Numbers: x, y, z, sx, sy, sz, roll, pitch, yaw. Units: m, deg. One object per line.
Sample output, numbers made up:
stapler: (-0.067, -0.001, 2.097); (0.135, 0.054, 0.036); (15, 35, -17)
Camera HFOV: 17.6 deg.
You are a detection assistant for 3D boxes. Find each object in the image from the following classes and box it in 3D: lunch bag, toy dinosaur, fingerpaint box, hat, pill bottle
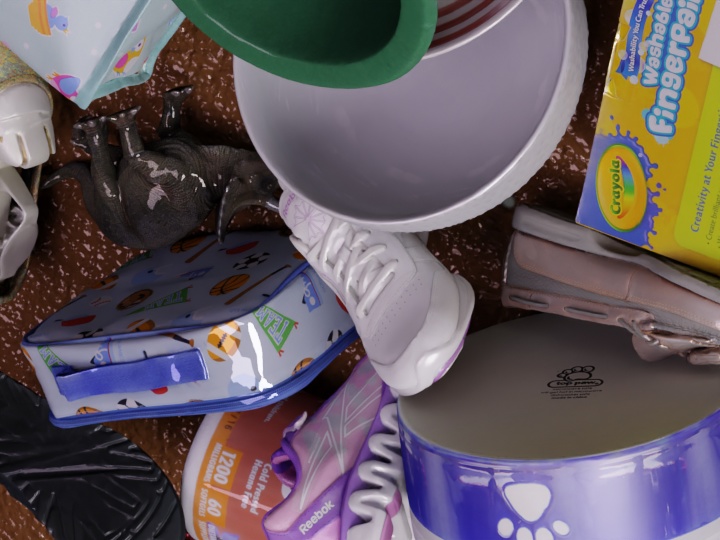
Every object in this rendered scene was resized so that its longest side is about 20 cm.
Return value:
lunch bag: (-0.100, 0.038, 1.401); (0.199, 0.160, 0.076); (-9, 110, 33)
toy dinosaur: (-0.133, -0.051, 1.427); (0.199, 0.077, 0.103); (-15, 100, 32)
lunch bag: (-0.150, -0.222, 1.320); (0.170, 0.122, 0.200); (41, 118, 6)
fingerpaint box: (0.214, -0.096, 1.200); (0.166, 0.073, 0.201); (20, 123, 19)
hat: (0.007, -0.209, 1.196); (0.199, 0.176, 0.166); (16, 142, 23)
pill bottle: (-0.002, 0.146, 1.431); (0.199, 0.112, 0.113); (19, 123, 21)

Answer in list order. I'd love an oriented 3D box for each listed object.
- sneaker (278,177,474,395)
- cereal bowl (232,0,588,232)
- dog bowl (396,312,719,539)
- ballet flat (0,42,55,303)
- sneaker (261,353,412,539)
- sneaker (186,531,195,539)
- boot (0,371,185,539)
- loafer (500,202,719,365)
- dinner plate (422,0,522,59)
sneaker: (0.000, 0.000, 1.296); (0.099, 0.200, 0.075); (27, 109, -27)
cereal bowl: (0.035, -0.117, 1.263); (0.199, 0.083, 0.202); (-4, 80, 24)
dog bowl: (0.121, 0.094, 1.276); (0.199, 0.200, 0.079); (3, 115, 29)
ballet flat: (-0.223, -0.066, 1.468); (0.070, 0.071, 0.201); (25, 122, 17)
sneaker: (-0.005, 0.097, 1.353); (0.088, 0.201, 0.081); (4, 141, 17)
sneaker: (-0.065, 0.230, 1.554); (0.199, 0.074, 0.087); (22, 138, 24)
boot: (-0.172, 0.142, 1.501); (0.199, 0.077, 0.168); (32, 171, 22)
loafer: (0.157, 0.020, 1.270); (0.199, 0.072, 0.063); (25, 100, 42)
dinner plate: (0.025, -0.204, 1.225); (0.199, 0.024, 0.202); (-4, 79, 22)
